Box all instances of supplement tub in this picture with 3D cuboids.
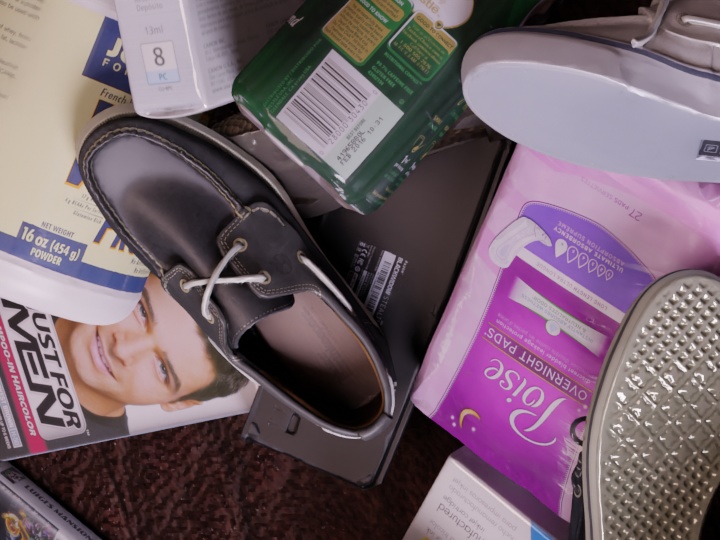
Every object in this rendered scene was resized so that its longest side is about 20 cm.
[{"bbox_3d":[-0.145,-0.089,1.298,0.144,0.145,0.201,24,95,27],"label":"supplement tub"}]

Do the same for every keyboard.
[{"bbox_3d":[0.000,0.000,1.305,0.104,0.040,0.201,23,101,8],"label":"keyboard"}]

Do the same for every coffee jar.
[{"bbox_3d":[0.036,-0.124,1.162,0.085,0.104,0.200,42,91,6],"label":"coffee jar"}]

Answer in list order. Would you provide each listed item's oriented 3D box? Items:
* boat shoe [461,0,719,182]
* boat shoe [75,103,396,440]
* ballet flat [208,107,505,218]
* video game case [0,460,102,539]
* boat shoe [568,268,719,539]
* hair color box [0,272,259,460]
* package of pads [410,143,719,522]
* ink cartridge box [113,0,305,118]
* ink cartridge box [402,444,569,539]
[{"bbox_3d":[0.144,-0.092,1.126,0.200,0.087,0.075,8,149,-1],"label":"boat shoe"},{"bbox_3d":[-0.055,0.001,1.232,0.072,0.068,0.200,-39,108,13],"label":"boat shoe"},{"bbox_3d":[0.005,-0.075,1.253,0.199,0.047,0.067,-19,136,17],"label":"ballet flat"},{"bbox_3d":[-0.207,0.217,1.553,0.181,0.023,0.201,36,124,20],"label":"video game case"},{"bbox_3d":[0.127,0.090,1.169,0.062,0.074,0.201,-117,30,-65],"label":"boat shoe"},{"bbox_3d":[-0.122,0.034,1.405,0.199,0.061,0.100,-13,97,37],"label":"hair color box"},{"bbox_3d":[0.110,0.008,1.219,0.120,0.076,0.201,35,123,20],"label":"package of pads"},{"bbox_3d":[-0.061,-0.186,1.224,0.047,0.160,0.201,-3,103,35],"label":"ink cartridge box"},{"bbox_3d":[0.064,0.188,1.318,0.116,0.067,0.201,38,123,18],"label":"ink cartridge box"}]
